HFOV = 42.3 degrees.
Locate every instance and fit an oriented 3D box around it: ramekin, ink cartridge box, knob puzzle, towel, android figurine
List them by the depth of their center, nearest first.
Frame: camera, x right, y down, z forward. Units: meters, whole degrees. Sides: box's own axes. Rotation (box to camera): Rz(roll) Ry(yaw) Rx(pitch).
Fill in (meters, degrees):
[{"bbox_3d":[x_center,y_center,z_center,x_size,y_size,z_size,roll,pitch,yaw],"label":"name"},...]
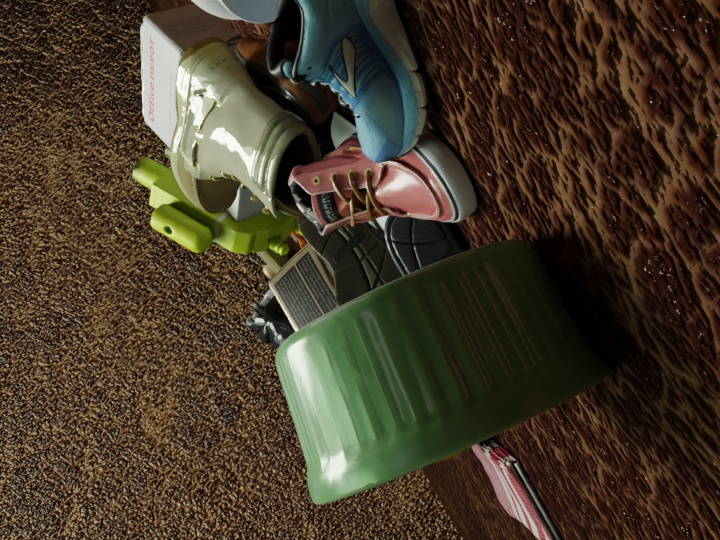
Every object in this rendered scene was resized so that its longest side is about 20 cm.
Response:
[{"bbox_3d":[0.043,0.059,0.583,0.200,0.199,0.098,98,148,-81],"label":"ramekin"},{"bbox_3d":[-0.154,-0.177,1.018,0.200,0.083,0.146,45,143,28],"label":"ink cartridge box"},{"bbox_3d":[0.013,0.066,1.039,0.199,0.075,0.165,16,-144,-55],"label":"ink cartridge box"},{"bbox_3d":[-0.153,-0.083,1.059,0.199,0.182,0.041,29,131,9],"label":"android figurine"},{"bbox_3d":[-0.133,-0.047,1.166,0.220,0.030,0.220,45,-171,-9],"label":"knob puzzle"},{"bbox_3d":[0.194,0.281,1.186,0.145,0.023,0.200,60,174,-6],"label":"towel"}]

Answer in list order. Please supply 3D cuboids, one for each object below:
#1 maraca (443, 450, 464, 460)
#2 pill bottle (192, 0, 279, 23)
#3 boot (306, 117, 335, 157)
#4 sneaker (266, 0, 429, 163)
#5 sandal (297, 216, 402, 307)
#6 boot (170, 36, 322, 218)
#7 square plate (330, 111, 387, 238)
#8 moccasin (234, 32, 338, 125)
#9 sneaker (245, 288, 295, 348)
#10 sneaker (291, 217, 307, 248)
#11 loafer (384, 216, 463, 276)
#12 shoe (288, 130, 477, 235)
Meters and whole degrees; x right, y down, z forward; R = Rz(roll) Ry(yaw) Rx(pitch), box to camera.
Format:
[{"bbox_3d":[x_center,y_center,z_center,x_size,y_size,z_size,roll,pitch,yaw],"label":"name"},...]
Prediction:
[{"bbox_3d":[0.087,0.193,1.224,0.137,0.107,0.200,38,170,9],"label":"maraca"},{"bbox_3d":[-0.105,-0.258,0.712,0.200,0.104,0.105,54,171,49],"label":"pill bottle"},{"bbox_3d":[-0.068,-0.143,1.106,0.198,0.073,0.163,49,167,35],"label":"boot"},{"bbox_3d":[-0.019,-0.144,0.599,0.079,0.090,0.201,54,172,43],"label":"sneaker"},{"bbox_3d":[0.000,0.000,0.948,0.200,0.082,0.055,55,-171,31],"label":"sandal"},{"bbox_3d":[-0.104,-0.094,0.861,0.155,0.072,0.201,43,147,24],"label":"boot"},{"bbox_3d":[0.034,-0.046,0.928,0.199,0.028,0.200,63,173,-31],"label":"square plate"},{"bbox_3d":[-0.063,-0.194,0.862,0.074,0.078,0.201,46,177,-26],"label":"moccasin"},{"bbox_3d":[-0.071,0.069,1.138,0.114,0.076,0.200,37,-178,13],"label":"sneaker"},{"bbox_3d":[-0.056,-0.045,1.277,0.078,0.111,0.200,61,174,-20],"label":"sneaker"},{"bbox_3d":[0.084,0.034,0.776,0.201,0.071,0.063,66,-166,4],"label":"loafer"},{"bbox_3d":[0.009,-0.060,0.717,0.072,0.091,0.200,63,168,-22],"label":"shoe"}]
